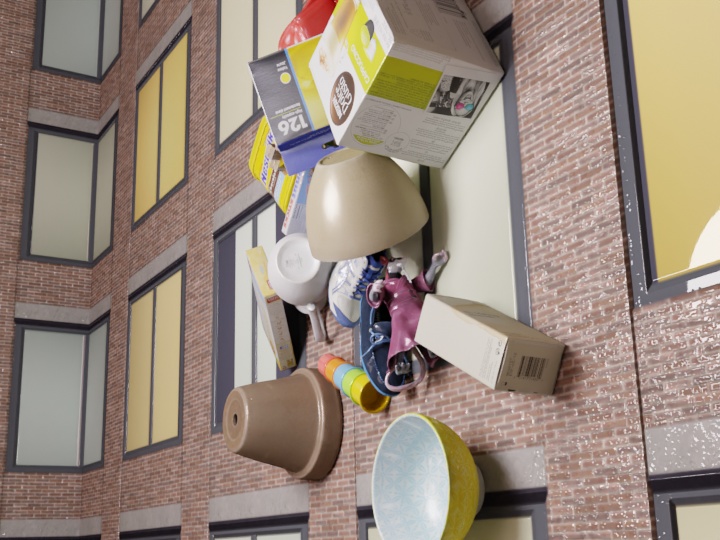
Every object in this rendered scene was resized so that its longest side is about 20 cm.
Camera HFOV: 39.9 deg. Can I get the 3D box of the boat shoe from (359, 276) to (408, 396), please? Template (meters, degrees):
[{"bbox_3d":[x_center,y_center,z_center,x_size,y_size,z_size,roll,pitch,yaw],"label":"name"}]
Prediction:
[{"bbox_3d":[0.034,0.101,1.594,0.069,0.083,0.203,-54,42,46],"label":"boat shoe"}]

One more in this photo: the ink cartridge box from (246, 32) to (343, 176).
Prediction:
[{"bbox_3d":[-0.068,-0.288,1.679,0.047,0.194,0.203,-101,-10,-84],"label":"ink cartridge box"}]

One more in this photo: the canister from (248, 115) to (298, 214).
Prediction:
[{"bbox_3d":[-0.141,-0.210,1.971,0.200,0.085,0.151,50,127,50],"label":"canister"}]

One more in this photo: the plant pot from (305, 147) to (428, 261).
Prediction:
[{"bbox_3d":[-0.004,-0.119,1.555,0.199,0.198,0.137,18,131,60],"label":"plant pot"}]

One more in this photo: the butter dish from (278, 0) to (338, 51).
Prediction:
[{"bbox_3d":[-0.083,-0.374,1.762,0.202,0.146,0.200,60,158,0],"label":"butter dish"}]

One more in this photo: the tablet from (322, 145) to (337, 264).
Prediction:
[{"bbox_3d":[-0.056,-0.118,1.786,0.202,0.013,0.132,93,162,-50],"label":"tablet"}]

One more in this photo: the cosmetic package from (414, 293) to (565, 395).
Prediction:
[{"bbox_3d":[0.170,0.098,1.338,0.199,0.102,0.075,30,108,57],"label":"cosmetic package"}]

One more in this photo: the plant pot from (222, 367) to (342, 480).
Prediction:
[{"bbox_3d":[-0.151,0.275,1.790,0.199,0.172,0.205,-18,69,58],"label":"plant pot"}]

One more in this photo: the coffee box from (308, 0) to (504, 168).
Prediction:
[{"bbox_3d":[0.062,-0.308,1.521,0.199,0.197,0.202,-57,38,37],"label":"coffee box"}]

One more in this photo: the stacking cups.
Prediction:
[{"bbox_3d":[-0.021,0.182,1.695,0.199,0.060,0.062,26,105,60],"label":"stacking cups"}]

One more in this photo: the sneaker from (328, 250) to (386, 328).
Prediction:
[{"bbox_3d":[0.000,0.000,1.685,0.088,0.074,0.204,14,97,59],"label":"sneaker"}]

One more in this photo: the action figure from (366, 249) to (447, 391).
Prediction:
[{"bbox_3d":[0.077,0.059,1.536,0.150,0.131,0.202,96,160,-49],"label":"action figure"}]

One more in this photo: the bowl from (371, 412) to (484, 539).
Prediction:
[{"bbox_3d":[0.110,0.305,1.390,0.199,0.106,0.205,-21,66,58],"label":"bowl"}]

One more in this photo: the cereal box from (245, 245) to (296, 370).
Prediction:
[{"bbox_3d":[-0.172,0.073,1.915,0.145,0.039,0.202,-118,16,-46],"label":"cereal box"}]

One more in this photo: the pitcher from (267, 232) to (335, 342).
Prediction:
[{"bbox_3d":[-0.095,0.031,1.771,0.200,0.119,0.175,83,168,-75],"label":"pitcher"}]

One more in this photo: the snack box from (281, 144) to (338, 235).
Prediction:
[{"bbox_3d":[-0.089,-0.159,1.878,0.024,0.071,0.203,42,119,54],"label":"snack box"}]

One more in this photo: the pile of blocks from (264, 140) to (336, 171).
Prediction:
[{"bbox_3d":[-0.107,-0.227,1.802,0.199,0.062,0.083,-34,70,38],"label":"pile of blocks"}]
